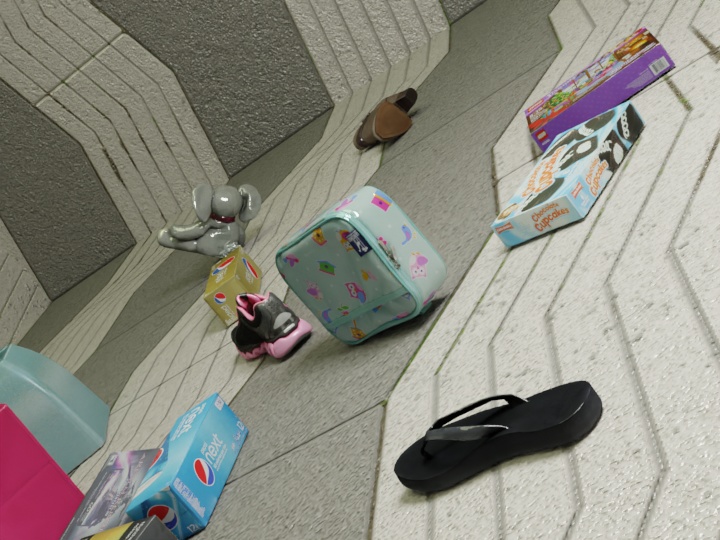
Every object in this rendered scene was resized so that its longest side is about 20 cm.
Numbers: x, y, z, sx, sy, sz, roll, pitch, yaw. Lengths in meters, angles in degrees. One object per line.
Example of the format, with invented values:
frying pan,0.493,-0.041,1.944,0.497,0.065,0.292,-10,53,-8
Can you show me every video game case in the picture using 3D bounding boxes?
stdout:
video game case,-0.301,0.283,1.504,0.200,0.019,0.143,-19,38,59

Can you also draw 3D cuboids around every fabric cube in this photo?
fabric cube,-0.500,0.313,1.616,0.199,0.200,0.196,-44,14,-27

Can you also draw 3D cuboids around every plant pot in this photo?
plant pot,-0.540,0.234,1.964,0.196,0.200,0.196,-38,14,0

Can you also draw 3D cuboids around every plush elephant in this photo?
plush elephant,-0.288,-0.106,2.461,0.200,0.165,0.155,10,90,53

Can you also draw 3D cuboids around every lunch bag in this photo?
lunch bag,0.000,0.000,1.431,0.077,0.160,0.200,-42,7,-34

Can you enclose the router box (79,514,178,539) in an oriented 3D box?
router box,-0.291,0.350,1.267,0.157,0.052,0.200,-25,19,43

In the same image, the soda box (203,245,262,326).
soda box,-0.213,0.024,2.080,0.068,0.064,0.200,-37,14,7

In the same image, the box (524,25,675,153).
box,0.311,-0.240,1.637,0.200,0.039,0.137,-35,14,15

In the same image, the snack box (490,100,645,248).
snack box,0.239,-0.111,1.414,0.116,0.037,0.200,-24,20,46

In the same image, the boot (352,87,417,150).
boot,0.036,-0.281,2.434,0.146,0.070,0.200,-34,12,43

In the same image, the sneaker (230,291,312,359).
sneaker,-0.140,0.067,1.700,0.079,0.095,0.200,-46,14,-22

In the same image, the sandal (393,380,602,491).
sandal,0.104,0.124,0.999,0.200,0.043,0.076,-28,17,37

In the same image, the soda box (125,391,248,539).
soda box,-0.192,0.223,1.395,0.068,0.064,0.200,-33,14,21
